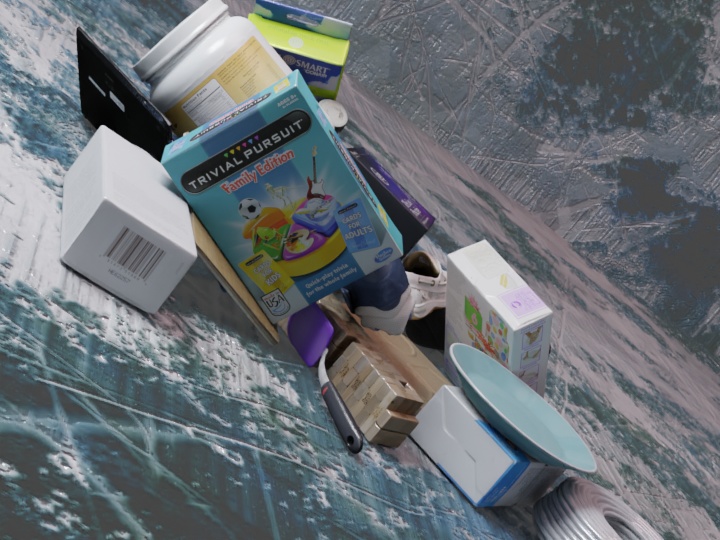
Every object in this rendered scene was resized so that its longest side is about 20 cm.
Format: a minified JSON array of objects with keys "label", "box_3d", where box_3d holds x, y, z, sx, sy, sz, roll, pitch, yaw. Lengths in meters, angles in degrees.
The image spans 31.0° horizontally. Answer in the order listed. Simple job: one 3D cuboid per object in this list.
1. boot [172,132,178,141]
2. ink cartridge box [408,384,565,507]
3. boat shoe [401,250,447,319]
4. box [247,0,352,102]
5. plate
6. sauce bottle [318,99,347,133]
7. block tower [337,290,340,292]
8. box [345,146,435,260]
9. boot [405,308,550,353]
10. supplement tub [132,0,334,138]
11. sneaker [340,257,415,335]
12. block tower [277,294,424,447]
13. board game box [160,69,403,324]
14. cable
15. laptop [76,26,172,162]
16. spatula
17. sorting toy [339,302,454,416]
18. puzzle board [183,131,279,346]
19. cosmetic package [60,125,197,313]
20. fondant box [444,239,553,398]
[{"label":"boot","box_3d":[-0.159,-0.127,1.580,0.200,0.072,0.144,44,-6,6]},{"label":"ink cartridge box","box_3d":[0.148,0.190,1.393,0.116,0.068,0.200,46,15,27]},{"label":"boat shoe","box_3d":[0.078,0.010,1.619,0.070,0.070,0.200,11,12,13]},{"label":"box","box_3d":[-0.086,-0.224,1.535,0.121,0.200,0.048,15,56,-4]},{"label":"plate","box_3d":[0.165,0.151,1.366,0.200,0.026,0.200,38,12,-9]},{"label":"sauce bottle","box_3d":[-0.074,-0.130,1.566,0.066,0.200,0.066,16,53,-23]},{"label":"block tower","box_3d":[-0.039,-0.007,1.535,0.058,0.054,0.200,43,14,8]},{"label":"box","box_3d":[0.016,-0.080,1.612,0.141,0.079,0.200,42,8,0]},{"label":"boot","box_3d":[0.145,0.066,1.726,0.199,0.074,0.151,10,17,-11]},{"label":"supplement tub","box_3d":[-0.139,-0.185,1.422,0.200,0.144,0.145,49,11,-13]},{"label":"sneaker","box_3d":[0.000,0.000,1.401,0.200,0.080,0.147,-135,-156,-69]},{"label":"block tower","box_3d":[-0.015,0.089,1.314,0.200,0.054,0.058,49,15,33]},{"label":"board game box","box_3d":[-0.072,-0.066,1.243,0.201,0.150,0.047,56,14,-24]},{"label":"cable","box_3d":[0.269,0.300,1.359,0.200,0.069,0.200,43,13,15]},{"label":"laptop","box_3d":[-0.225,-0.162,1.444,0.103,0.201,0.177,-30,61,-29]},{"label":"spatula","box_3d":[-0.033,0.102,1.251,0.020,0.057,0.200,15,32,-30]},{"label":"sorting toy","box_3d":[0.039,0.107,1.462,0.185,0.037,0.200,46,10,27]},{"label":"puzzle board","box_3d":[-0.136,-0.033,1.311,0.151,0.017,0.201,54,13,-36]},{"label":"cosmetic package","box_3d":[-0.214,-0.051,1.186,0.101,0.074,0.200,35,12,-22]},{"label":"fondant box","box_3d":[0.159,0.087,1.538,0.144,0.058,0.201,51,-25,41]}]
